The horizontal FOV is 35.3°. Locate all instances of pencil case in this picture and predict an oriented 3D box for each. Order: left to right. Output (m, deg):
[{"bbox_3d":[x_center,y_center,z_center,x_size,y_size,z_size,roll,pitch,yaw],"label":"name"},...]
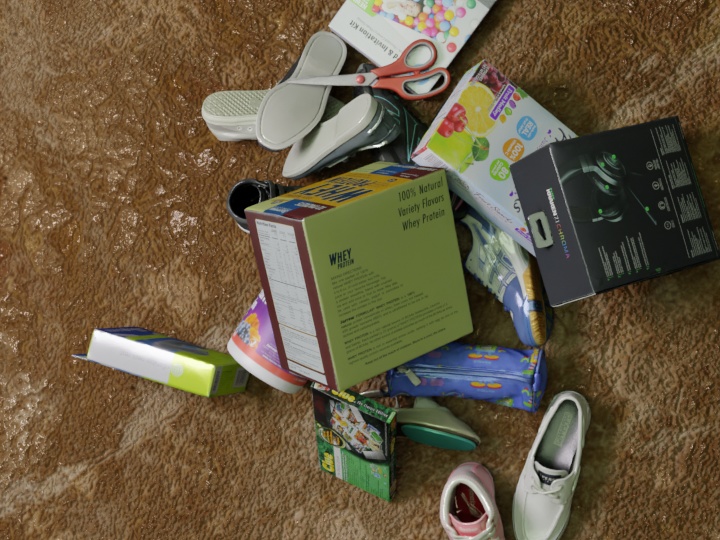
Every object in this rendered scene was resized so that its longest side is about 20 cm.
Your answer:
[{"bbox_3d":[0.124,0.123,1.362,0.199,0.087,0.078,5,93,9],"label":"pencil case"}]

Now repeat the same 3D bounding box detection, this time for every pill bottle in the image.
[{"bbox_3d":[-0.071,0.044,1.424,0.111,0.111,0.200,35,94,16],"label":"pill bottle"}]

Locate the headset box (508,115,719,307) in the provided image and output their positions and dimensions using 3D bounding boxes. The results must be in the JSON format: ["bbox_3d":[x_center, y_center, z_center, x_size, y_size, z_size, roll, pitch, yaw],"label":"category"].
[{"bbox_3d":[0.283,-0.066,1.283,0.199,0.093,0.175,-15,85,-25],"label":"headset box"}]

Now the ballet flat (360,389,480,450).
[{"bbox_3d":[0.053,0.180,1.403,0.199,0.069,0.070,2,85,17],"label":"ballet flat"}]

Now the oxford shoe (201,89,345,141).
[{"bbox_3d":[-0.109,-0.199,1.492,0.199,0.058,0.075,2,52,3],"label":"oxford shoe"}]

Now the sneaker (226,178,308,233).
[{"bbox_3d":[-0.080,-0.081,1.446,0.199,0.099,0.071,-3,82,15],"label":"sneaker"}]

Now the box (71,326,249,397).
[{"bbox_3d":[-0.255,0.114,1.465,0.199,0.122,0.048,15,92,17],"label":"box"}]

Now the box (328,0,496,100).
[{"bbox_3d":[0.079,-0.344,1.438,0.156,0.041,0.200,37,96,0],"label":"box"}]

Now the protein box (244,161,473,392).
[{"bbox_3d":[0.000,0.000,1.304,0.135,0.198,0.201,14,120,55],"label":"protein box"}]

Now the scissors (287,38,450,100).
[{"bbox_3d":[0.013,-0.232,1.410,0.199,0.014,0.073,-17,95,-5],"label":"scissors"}]

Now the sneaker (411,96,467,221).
[{"bbox_3d":[0.129,-0.147,1.404,0.080,0.086,0.200,6,59,53],"label":"sneaker"}]

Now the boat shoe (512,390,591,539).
[{"bbox_3d":[0.227,0.241,1.341,0.072,0.066,0.201,21,90,17],"label":"boat shoe"}]

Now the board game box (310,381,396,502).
[{"bbox_3d":[-0.006,0.205,1.355,0.104,0.200,0.024,21,56,16],"label":"board game box"}]

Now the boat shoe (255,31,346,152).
[{"bbox_3d":[-0.080,-0.218,1.436,0.074,0.060,0.201,27,59,-7],"label":"boat shoe"}]

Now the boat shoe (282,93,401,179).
[{"bbox_3d":[-0.027,-0.152,1.407,0.200,0.062,0.073,-27,43,48],"label":"boat shoe"}]

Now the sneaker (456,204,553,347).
[{"bbox_3d":[0.175,0.004,1.385,0.088,0.075,0.201,-20,70,21],"label":"sneaker"}]

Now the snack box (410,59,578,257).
[{"bbox_3d":[0.178,-0.131,1.334,0.200,0.053,0.142,38,70,-10],"label":"snack box"}]

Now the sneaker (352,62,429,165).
[{"bbox_3d":[0.044,-0.176,1.446,0.079,0.075,0.201,-12,72,-15],"label":"sneaker"}]

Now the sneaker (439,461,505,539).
[{"bbox_3d":[0.138,0.331,1.339,0.075,0.105,0.201,-13,82,12],"label":"sneaker"}]
